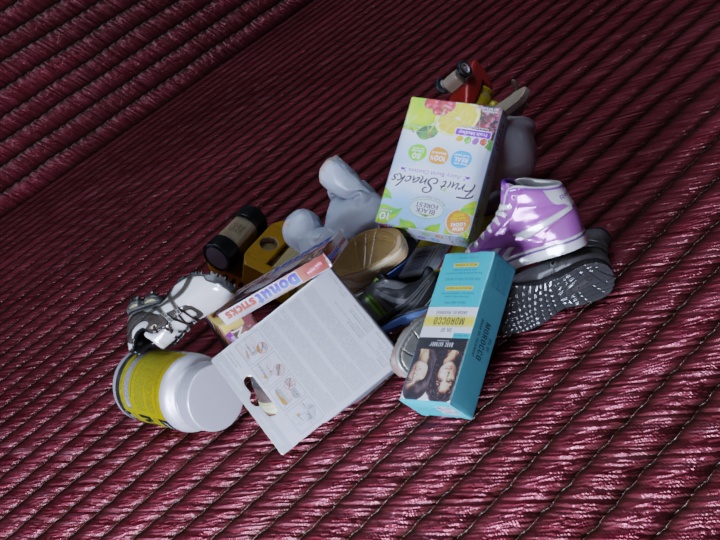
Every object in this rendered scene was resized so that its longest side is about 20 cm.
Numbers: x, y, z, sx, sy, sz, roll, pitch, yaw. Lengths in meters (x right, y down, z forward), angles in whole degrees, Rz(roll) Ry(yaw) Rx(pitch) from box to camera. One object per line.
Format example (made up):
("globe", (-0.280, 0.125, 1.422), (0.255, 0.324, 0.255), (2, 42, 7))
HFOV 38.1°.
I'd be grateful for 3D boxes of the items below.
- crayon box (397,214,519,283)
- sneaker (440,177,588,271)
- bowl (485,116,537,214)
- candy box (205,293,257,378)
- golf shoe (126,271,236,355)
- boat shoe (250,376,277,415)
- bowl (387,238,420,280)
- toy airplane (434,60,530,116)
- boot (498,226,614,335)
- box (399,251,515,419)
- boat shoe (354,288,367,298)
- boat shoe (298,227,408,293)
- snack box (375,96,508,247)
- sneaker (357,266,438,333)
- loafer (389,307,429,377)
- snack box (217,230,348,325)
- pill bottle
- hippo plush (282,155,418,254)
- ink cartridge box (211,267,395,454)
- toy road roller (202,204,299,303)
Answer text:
("crayon box", (0.166, -0.023, 1.493), (0.199, 0.051, 0.127), (-10, 31, 37))
("sneaker", (0.181, -0.058, 1.345), (0.200, 0.115, 0.073), (-21, 13, 21))
("bowl", (0.192, -0.146, 1.602), (0.200, 0.091, 0.201), (-20, -17, -7))
("candy box", (-0.193, 0.087, 1.593), (0.056, 0.117, 0.200), (-35, 25, -12))
("golf shoe", (-0.260, 0.068, 1.507), (0.200, 0.078, 0.095), (-24, 45, 33))
("boat shoe", (-0.057, 0.136, 1.415), (0.199, 0.065, 0.073), (-24, 23, 10))
("bowl", (0.022, -0.012, 1.641), (0.200, 0.039, 0.201), (-24, 25, 12))
("toy airplane", (0.205, -0.249, 1.810), (0.200, 0.141, 0.200), (-65, 32, 13))
("boot", (0.234, 0.013, 1.355), (0.199, 0.070, 0.132), (-15, 21, 15))
("box", (0.118, 0.077, 1.266), (0.082, 0.049, 0.201), (-3, 61, 45))
("boat shoe", (-0.025, 0.076, 1.495), (0.200, 0.071, 0.063), (-30, 16, -3))
("boat shoe", (0.000, 0.000, 1.509), (0.200, 0.069, 0.074), (-24, 45, 38))
("snack box", (0.117, -0.141, 1.482), (0.142, 0.053, 0.201), (11, 75, 23))
("sneaker", (0.022, 0.048, 1.439), (0.199, 0.083, 0.071), (-19, -3, -6))
("loafer", (0.102, 0.079, 1.366), (0.200, 0.072, 0.063), (-40, 9, -35))
("snack box", (-0.107, 0.012, 1.428), (0.200, 0.024, 0.072), (-29, 14, 30))
("pill bottle", (-0.263, 0.173, 1.510), (0.200, 0.115, 0.114), (2, 39, 49))
("hippo plush", (-0.026, -0.059, 1.618), (0.161, 0.159, 0.200), (-46, 67, 4))
("ink cartridge box", (-0.067, 0.117, 1.366), (0.200, 0.163, 0.057), (-39, -13, -2))
("toy road roller", (-0.164, -0.003, 1.765), (0.199, 0.146, 0.123), (25, 48, 15))
